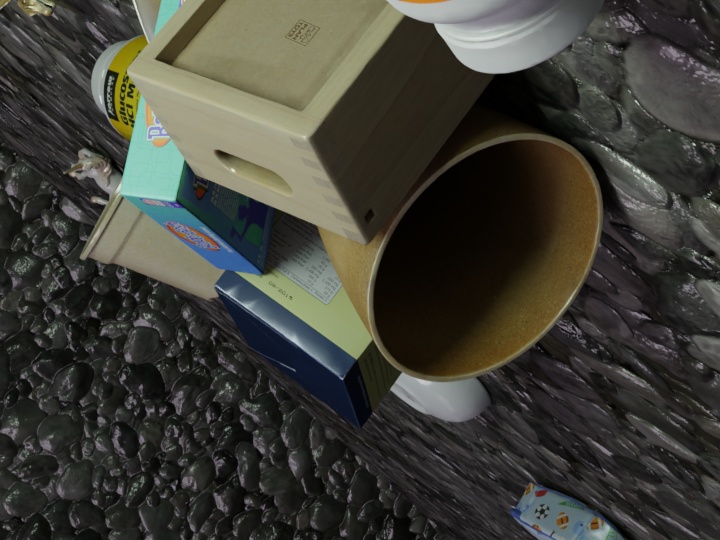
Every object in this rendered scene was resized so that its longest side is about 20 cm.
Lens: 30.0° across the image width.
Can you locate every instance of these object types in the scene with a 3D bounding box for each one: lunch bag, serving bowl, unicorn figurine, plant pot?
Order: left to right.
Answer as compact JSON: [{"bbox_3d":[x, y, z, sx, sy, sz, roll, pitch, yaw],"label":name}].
[{"bbox_3d":[-0.438,-0.157,2.272,0.199,0.074,0.137,30,166,-38],"label":"unicorn figurine"},{"bbox_3d":[-0.240,-0.061,1.765,0.183,0.202,0.200,29,171,-13],"label":"plant pot"},{"bbox_3d":[0.076,0.139,1.781,0.200,0.066,0.200,37,169,8],"label":"serving bowl"},{"bbox_3d":[0.041,-0.053,0.959,0.187,0.186,0.200,50,178,-42],"label":"plant pot"},{"bbox_3d":[0.325,0.395,1.960,0.199,0.076,0.160,27,166,49],"label":"lunch bag"}]

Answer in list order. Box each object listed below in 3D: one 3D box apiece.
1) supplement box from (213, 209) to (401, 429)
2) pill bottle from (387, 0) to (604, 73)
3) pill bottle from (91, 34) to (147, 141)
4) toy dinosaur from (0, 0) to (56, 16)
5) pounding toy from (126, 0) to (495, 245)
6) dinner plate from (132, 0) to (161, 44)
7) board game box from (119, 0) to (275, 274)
[{"bbox_3d":[0.000,0.000,1.154,0.134,0.200,0.200,35,168,13],"label":"supplement box"},{"bbox_3d":[0.034,-0.183,0.581,0.113,0.113,0.200,26,163,46],"label":"pill bottle"},{"bbox_3d":[-0.182,-0.168,1.303,0.199,0.113,0.113,24,161,51],"label":"pill bottle"},{"bbox_3d":[-0.342,-0.294,1.349,0.058,0.101,0.200,44,167,-28],"label":"toy dinosaur"},{"bbox_3d":[-0.027,-0.131,0.855,0.199,0.185,0.143,23,157,36],"label":"pounding toy"},{"bbox_3d":[-0.136,-0.197,1.050,0.200,0.024,0.202,-20,-90,-79],"label":"dinner plate"},{"bbox_3d":[-0.104,-0.096,0.978,0.045,0.154,0.200,7,167,14],"label":"board game box"}]
